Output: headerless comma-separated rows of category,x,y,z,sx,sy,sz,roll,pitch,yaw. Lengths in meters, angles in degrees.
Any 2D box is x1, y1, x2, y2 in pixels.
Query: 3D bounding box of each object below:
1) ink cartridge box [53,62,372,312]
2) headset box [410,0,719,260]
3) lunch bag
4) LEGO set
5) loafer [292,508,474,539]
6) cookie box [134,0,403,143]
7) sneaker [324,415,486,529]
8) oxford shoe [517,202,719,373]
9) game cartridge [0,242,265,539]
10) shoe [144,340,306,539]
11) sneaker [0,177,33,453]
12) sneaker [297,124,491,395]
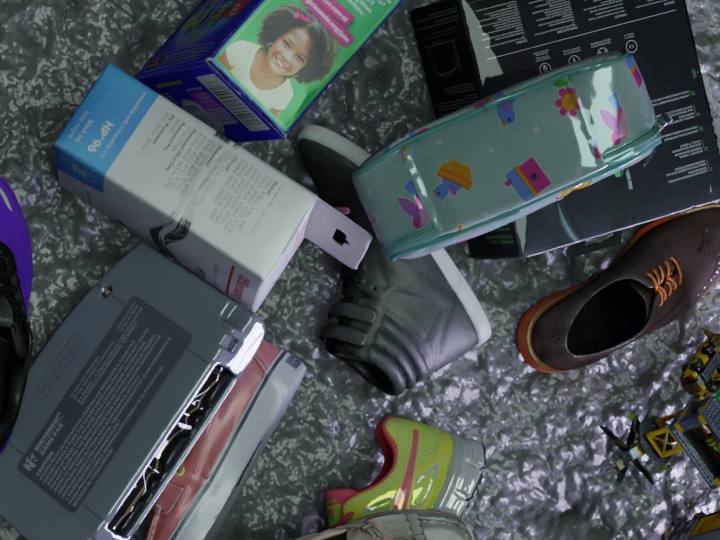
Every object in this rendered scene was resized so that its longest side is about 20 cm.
ink cartridge box,-0.097,-0.040,1.379,0.200,0.116,0.068,33,78,1
headset box,0.151,-0.111,1.508,0.173,0.093,0.201,-17,96,-20
lunch bag,0.099,-0.074,1.364,0.199,0.160,0.077,-23,90,7
LEGO set,0.264,0.147,1.559,0.200,0.116,0.154,49,45,-17
loafer,-0.018,0.200,1.397,0.199,0.063,0.072,-11,80,-7
cookie box,-0.038,-0.179,1.400,0.075,0.171,0.200,44,76,-17
sneaker,0.006,0.190,1.470,0.090,0.078,0.201,30,74,-9
oxford shoe,0.210,0.015,1.539,0.200,0.072,0.071,-34,100,-17
game cartridge,-0.160,0.087,1.374,0.200,0.133,0.040,-55,144,-3
shoe,-0.123,0.126,1.426,0.091,0.071,0.201,30,92,6
sneaker,-0.236,0.026,1.353,0.069,0.099,0.201,4,76,-20
sneaker,0.000,0.000,1.464,0.099,0.071,0.200,-42,107,-20
